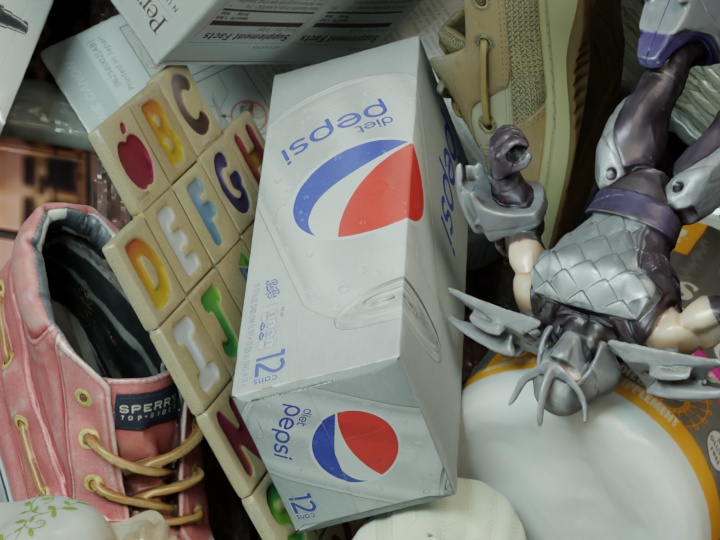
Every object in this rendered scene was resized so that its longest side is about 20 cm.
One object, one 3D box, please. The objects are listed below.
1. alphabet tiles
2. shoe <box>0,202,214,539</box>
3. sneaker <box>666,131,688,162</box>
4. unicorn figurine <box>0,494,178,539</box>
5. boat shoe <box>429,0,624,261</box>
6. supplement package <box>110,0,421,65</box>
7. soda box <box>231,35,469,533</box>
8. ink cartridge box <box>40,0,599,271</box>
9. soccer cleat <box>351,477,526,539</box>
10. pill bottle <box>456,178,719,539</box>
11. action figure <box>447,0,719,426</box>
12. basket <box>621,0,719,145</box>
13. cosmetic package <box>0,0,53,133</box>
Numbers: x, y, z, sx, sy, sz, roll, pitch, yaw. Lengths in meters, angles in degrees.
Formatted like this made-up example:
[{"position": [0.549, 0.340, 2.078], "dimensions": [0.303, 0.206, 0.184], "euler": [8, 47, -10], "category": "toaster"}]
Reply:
[{"position": [-0.035, 0.022, 1.050], "dimensions": [0.201, 0.006, 0.166], "euler": [62, 22, -10], "category": "alphabet tiles"}, {"position": [-0.086, 0.076, 1.016], "dimensions": [0.071, 0.091, 0.201], "euler": [-13, 64, -31], "category": "shoe"}, {"position": [0.225, -0.038, 1.259], "dimensions": [0.201, 0.067, 0.108], "euler": [46, 44, 12], "category": "sneaker"}, {"position": [-0.153, 0.100, 0.971], "dimensions": [0.198, 0.074, 0.138], "euler": [12, 43, 8], "category": "unicorn figurine"}, {"position": [0.063, -0.085, 1.094], "dimensions": [0.064, 0.201, 0.071], "euler": [15, 41, 15], "category": "boat shoe"}, {"position": [-0.017, -0.200, 1.092], "dimensions": [0.152, 0.200, 0.150], "euler": [53, 28, 17], "category": "supplement package"}, {"position": [0.000, 0.000, 1.045], "dimensions": [0.063, 0.069, 0.201], "euler": [-14, 35, 14], "category": "soda box"}, {"position": [-0.010, -0.063, 1.190], "dimensions": [0.199, 0.057, 0.163], "euler": [-29, 72, -15], "category": "ink cartridge box"}, {"position": [0.001, 0.127, 0.948], "dimensions": [0.069, 0.078, 0.200], "euler": [35, 47, 14], "category": "soccer cleat"}, {"position": [0.109, 0.047, 1.101], "dimensions": [0.116, 0.117, 0.200], "euler": [37, 39, 3], "category": "pill bottle"}, {"position": [0.102, -0.032, 1.000], "dimensions": [0.129, 0.069, 0.201], "euler": [20, 69, 22], "category": "action figure"}, {"position": [0.202, -0.140, 1.146], "dimensions": [0.200, 0.161, 0.198], "euler": [44, 80, 8], "category": "basket"}, {"position": [-0.157, -0.134, 1.155], "dimensions": [0.082, 0.051, 0.201], "euler": [23, 51, -10], "category": "cosmetic package"}]
